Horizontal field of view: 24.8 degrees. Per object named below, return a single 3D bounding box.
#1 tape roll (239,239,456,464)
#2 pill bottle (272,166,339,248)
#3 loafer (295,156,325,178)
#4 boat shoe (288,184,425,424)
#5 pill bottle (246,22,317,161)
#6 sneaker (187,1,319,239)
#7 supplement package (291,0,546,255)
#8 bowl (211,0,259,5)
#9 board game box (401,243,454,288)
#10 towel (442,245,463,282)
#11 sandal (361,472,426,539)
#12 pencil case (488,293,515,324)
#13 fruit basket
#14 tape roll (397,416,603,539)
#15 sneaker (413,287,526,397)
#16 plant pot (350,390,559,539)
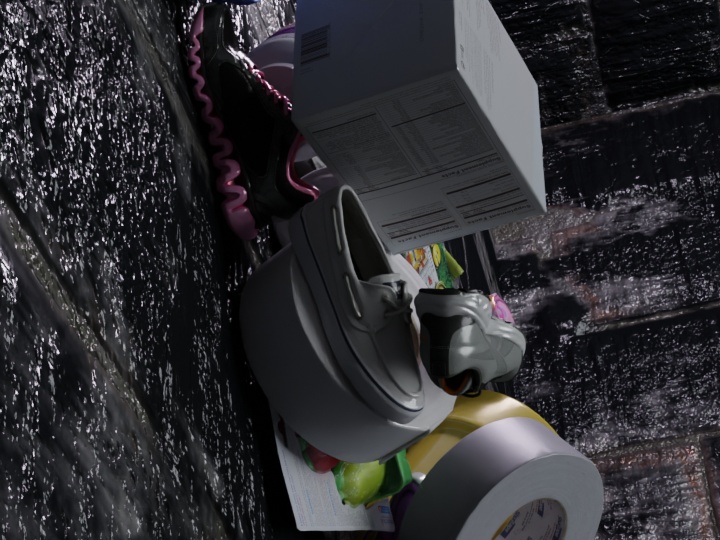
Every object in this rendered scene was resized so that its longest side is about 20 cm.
[{"bbox_3d":[-0.007,0.061,1.406,0.202,0.071,0.203,33,38,-30],"label":"tape roll"},{"bbox_3d":[0.000,0.000,1.622,0.111,0.110,0.200,-92,160,-43],"label":"pill bottle"},{"bbox_3d":[-0.038,-0.091,1.682,0.073,0.072,0.201,-80,156,-63],"label":"loafer"},{"bbox_3d":[0.010,0.024,1.334,0.072,0.066,0.201,3,58,-51],"label":"boat shoe"},{"bbox_3d":[-0.059,-0.165,1.520,0.200,0.112,0.113,-67,145,-73],"label":"pill bottle"},{"bbox_3d":[-0.086,-0.131,1.382,0.079,0.095,0.202,-52,129,-75],"label":"sneaker"},{"bbox_3d":[0.052,-0.143,1.399,0.200,0.150,0.153,51,31,-46],"label":"supplement package"},{"bbox_3d":[-0.125,-0.321,1.378,0.201,0.039,0.202,-10,90,-82],"label":"bowl"},{"bbox_3d":[0.051,-0.024,1.580,0.105,0.023,0.201,-60,138,-58],"label":"board game box"},{"bbox_3d":[0.019,-0.053,1.706,0.201,0.023,0.144,55,-32,5],"label":"towel"},{"bbox_3d":[0.022,0.277,1.545,0.082,0.050,0.204,39,-57,45],"label":"sandal"},{"bbox_3d":[0.074,0.097,1.748,0.087,0.199,0.088,-23,90,-78],"label":"pencil case"},{"bbox_3d":[-0.035,0.142,1.447,0.200,0.093,0.187,11,61,-59],"label":"fruit basket"},{"bbox_3d":[0.130,0.237,1.504,0.066,0.200,0.201,36,-24,42],"label":"tape roll"},{"bbox_3d":[0.087,0.071,1.369,0.200,0.073,0.080,36,58,-66],"label":"sneaker"},{"bbox_3d":[0.096,0.251,1.658,0.188,0.200,0.202,-32,116,-41],"label":"plant pot"}]
